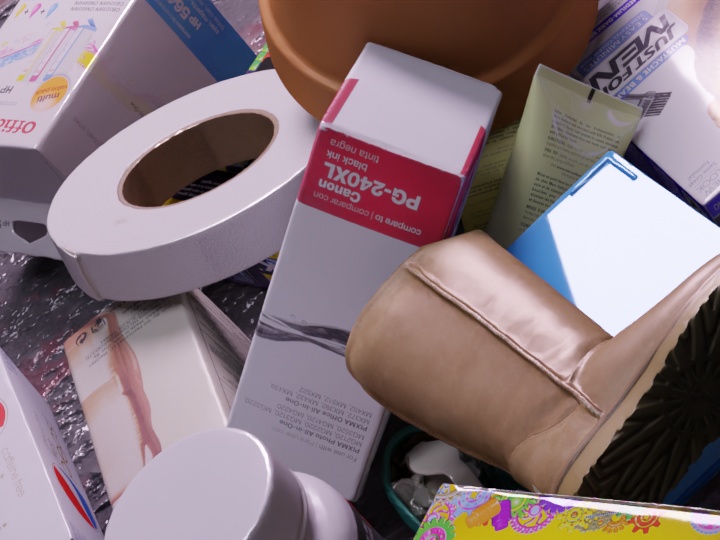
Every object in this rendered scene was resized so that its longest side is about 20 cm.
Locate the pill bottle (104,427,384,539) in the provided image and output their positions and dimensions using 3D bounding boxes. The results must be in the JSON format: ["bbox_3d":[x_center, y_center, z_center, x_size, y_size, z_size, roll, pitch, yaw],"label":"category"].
[{"bbox_3d":[-0.029,0.170,1.193,0.114,0.200,0.114,-23,40,21],"label":"pill bottle"}]

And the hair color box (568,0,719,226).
[{"bbox_3d":[0.198,-0.097,1.379,0.109,0.065,0.200,-40,38,0],"label":"hair color box"}]

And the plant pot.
[{"bbox_3d":[0.029,-0.191,1.387,0.199,0.140,0.201,-6,57,9],"label":"plant pot"}]

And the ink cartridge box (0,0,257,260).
[{"bbox_3d":[-0.186,-0.103,1.669,0.128,0.125,0.200,6,56,44],"label":"ink cartridge box"}]

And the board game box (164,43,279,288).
[{"bbox_3d":[-0.017,-0.065,1.540,0.200,0.057,0.166,11,62,45],"label":"board game box"}]

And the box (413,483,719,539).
[{"bbox_3d":[0.132,0.199,1.030,0.200,0.193,0.122,1,53,43],"label":"box"}]

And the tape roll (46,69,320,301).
[{"bbox_3d":[-0.092,-0.054,1.474,0.202,0.037,0.203,-20,28,11],"label":"tape roll"}]

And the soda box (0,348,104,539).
[{"bbox_3d":[-0.197,0.128,1.386,0.068,0.064,0.200,-34,37,1],"label":"soda box"}]

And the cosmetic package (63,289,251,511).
[{"bbox_3d":[-0.093,0.101,1.402,0.087,0.103,0.200,-37,35,8],"label":"cosmetic package"}]

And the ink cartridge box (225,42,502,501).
[{"bbox_3d":[0.000,0.000,1.311,0.145,0.083,0.201,-66,-5,-66],"label":"ink cartridge box"}]

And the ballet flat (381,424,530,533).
[{"bbox_3d":[0.070,0.134,1.252,0.067,0.070,0.200,-47,38,-8],"label":"ballet flat"}]

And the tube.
[{"bbox_3d":[0.091,-0.006,1.330,0.052,0.058,0.201,21,93,15],"label":"tube"}]

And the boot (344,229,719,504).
[{"bbox_3d":[0.098,0.022,1.143,0.175,0.066,0.200,-45,36,-6],"label":"boot"}]

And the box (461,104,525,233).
[{"bbox_3d":[0.079,-0.086,1.425,0.075,0.050,0.200,-17,58,3],"label":"box"}]

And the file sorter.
[{"bbox_3d":[0.153,0.061,1.209,0.139,0.123,0.200,-44,36,-3],"label":"file sorter"}]
